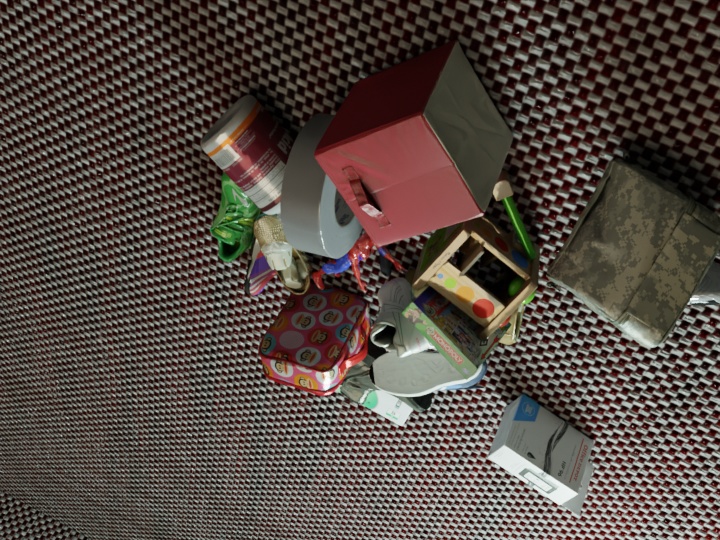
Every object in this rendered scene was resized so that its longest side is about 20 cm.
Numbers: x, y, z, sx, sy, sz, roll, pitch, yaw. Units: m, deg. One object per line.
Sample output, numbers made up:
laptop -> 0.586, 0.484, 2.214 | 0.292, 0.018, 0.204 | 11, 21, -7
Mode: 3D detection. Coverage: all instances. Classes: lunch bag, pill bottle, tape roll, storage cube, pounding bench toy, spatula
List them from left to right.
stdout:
pill bottle -> -0.142, -0.162, 1.573 | 0.200, 0.115, 0.113 | 46, 140, -19
lunch bag -> -0.066, 0.118, 1.764 | 0.173, 0.201, 0.083 | 13, 135, 22
tape roll -> -0.043, -0.123, 1.479 | 0.065, 0.202, 0.203 | 13, 139, 20
spatula -> 0.040, -0.055, 1.645 | 0.056, 0.021, 0.202 | 24, 143, 19
storage cube -> 0.076, -0.166, 1.359 | 0.177, 0.202, 0.172 | -16, 124, 36
pounding bench toy -> 0.201, -0.027, 1.479 | 0.155, 0.125, 0.200 | 36, 121, -9
lunch bag -> 0.354, -0.029, 1.319 | 0.166, 0.139, 0.202 | 31, 98, -3

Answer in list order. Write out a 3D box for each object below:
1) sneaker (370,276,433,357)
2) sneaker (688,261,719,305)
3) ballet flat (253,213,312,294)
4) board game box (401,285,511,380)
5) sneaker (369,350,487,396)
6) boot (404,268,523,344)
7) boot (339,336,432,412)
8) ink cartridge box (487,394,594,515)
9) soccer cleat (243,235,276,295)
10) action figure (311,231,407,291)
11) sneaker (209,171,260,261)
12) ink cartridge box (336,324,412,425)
sneaker -> 0.052, 0.074, 1.591 | 0.200, 0.098, 0.079 | -136, 24, -66
sneaker -> 0.438, 0.039, 1.442 | 0.197, 0.076, 0.115 | 8, 138, 36
ballet flat -> -0.123, -0.020, 1.686 | 0.069, 0.066, 0.200 | -13, 149, 14
board game box -> 0.148, 0.074, 1.524 | 0.135, 0.200, 0.029 | 46, 117, 5
sneaker -> 0.122, 0.177, 1.750 | 0.196, 0.082, 0.146 | -9, 168, 9
boot -> 0.166, 0.088, 1.684 | 0.196, 0.067, 0.177 | 15, 140, 17
boot -> 0.031, 0.207, 1.866 | 0.199, 0.068, 0.131 | 41, 131, 4
ink cartridge box -> 0.336, 0.327, 1.791 | 0.198, 0.117, 0.068 | 33, 144, -4
soccer cleat -> -0.162, -0.013, 1.796 | 0.072, 0.069, 0.201 | 17, 142, -2
action figure -> 0.000, 0.000, 1.673 | 0.099, 0.065, 0.200 | 51, 149, 0
sneaker -> -0.212, -0.089, 1.727 | 0.073, 0.084, 0.202 | 21, 141, 13
ink cartridge box -> 0.042, 0.196, 1.902 | 0.159, 0.050, 0.201 | 28, 144, 4
